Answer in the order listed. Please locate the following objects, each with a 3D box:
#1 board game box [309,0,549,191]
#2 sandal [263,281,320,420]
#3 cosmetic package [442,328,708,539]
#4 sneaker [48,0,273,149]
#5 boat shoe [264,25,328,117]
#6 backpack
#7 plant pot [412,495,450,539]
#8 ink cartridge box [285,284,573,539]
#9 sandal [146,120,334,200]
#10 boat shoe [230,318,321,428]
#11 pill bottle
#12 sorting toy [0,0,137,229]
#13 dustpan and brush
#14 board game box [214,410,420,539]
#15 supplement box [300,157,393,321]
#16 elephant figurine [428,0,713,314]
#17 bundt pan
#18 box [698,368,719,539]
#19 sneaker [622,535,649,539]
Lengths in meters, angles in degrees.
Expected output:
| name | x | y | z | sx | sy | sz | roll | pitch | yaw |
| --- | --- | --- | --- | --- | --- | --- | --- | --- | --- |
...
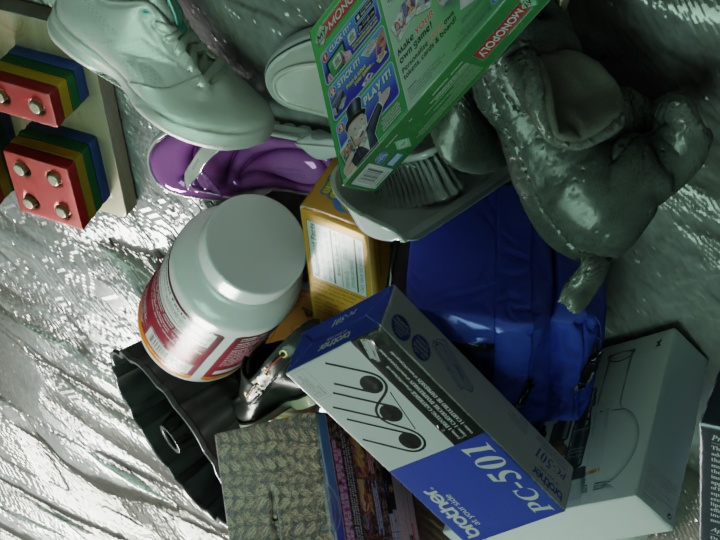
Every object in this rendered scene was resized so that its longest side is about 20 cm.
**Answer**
| name | x | y | z | sx | sy | sz | roll | pitch | yaw |
| --- | --- | --- | --- | --- | --- | --- | --- | --- | --- |
| board game box | 0.038 | -0.163 | 0.914 | 0.029 | 0.136 | 0.200 | 10 | 142 | -32 |
| sandal | -0.071 | 0.090 | 1.311 | 0.079 | 0.059 | 0.207 | 27 | 141 | 9 |
| cosmetic package | 0.166 | 0.139 | 1.120 | 0.052 | 0.152 | 0.199 | 42 | 141 | -24 |
| sneaker | -0.148 | -0.170 | 1.092 | 0.199 | 0.075 | 0.089 | 32 | 129 | 5 |
| boat shoe | 0.007 | -0.130 | 1.032 | 0.198 | 0.066 | 0.072 | 7 | 134 | 29 |
| backpack | 0.096 | 0.059 | 1.084 | 0.166 | 0.163 | 0.201 | 10 | 135 | 5 |
| plant pot | 0.037 | 0.270 | 1.392 | 0.199 | 0.093 | 0.202 | 20 | 139 | 19 |
| ink cartridge box | 0.051 | 0.105 | 0.996 | 0.094 | 0.044 | 0.200 | -28 | 117 | 37 |
| sandal | -0.102 | -0.084 | 1.166 | 0.201 | 0.050 | 0.083 | -2 | 128 | 34 |
| boat shoe | -0.066 | 0.088 | 1.209 | 0.063 | 0.074 | 0.201 | 53 | 153 | -2 |
| pill bottle | -0.114 | 0.014 | 1.201 | 0.113 | 0.113 | 0.200 | 38 | 151 | -4 |
| sorting toy | -0.309 | -0.135 | 1.245 | 0.197 | 0.070 | 0.201 | 17 | 138 | 21 |
| dustpan and brush | 0.016 | -0.076 | 1.032 | 0.199 | 0.139 | 0.058 | 3 | 122 | 56 |
| board game box | -0.029 | 0.215 | 1.246 | 0.096 | 0.161 | 0.200 | -14 | 166 | 20 |
| supplement box | 0.000 | 0.000 | 1.151 | 0.068 | 0.067 | 0.201 | 23 | 146 | 17 |
| elephant figurine | 0.112 | -0.110 | 0.909 | 0.200 | 0.156 | 0.141 | 38 | 115 | -22 |
| bundt pan | -0.153 | 0.141 | 1.371 | 0.202 | 0.076 | 0.203 | 45 | 156 | 27 |
| box | 0.311 | 0.135 | 1.021 | 0.106 | 0.149 | 0.201 | 12 | 135 | 24 |
| sneaker | 0.205 | 0.203 | 1.210 | 0.075 | 0.089 | 0.201 | 15 | 137 | 20 |
